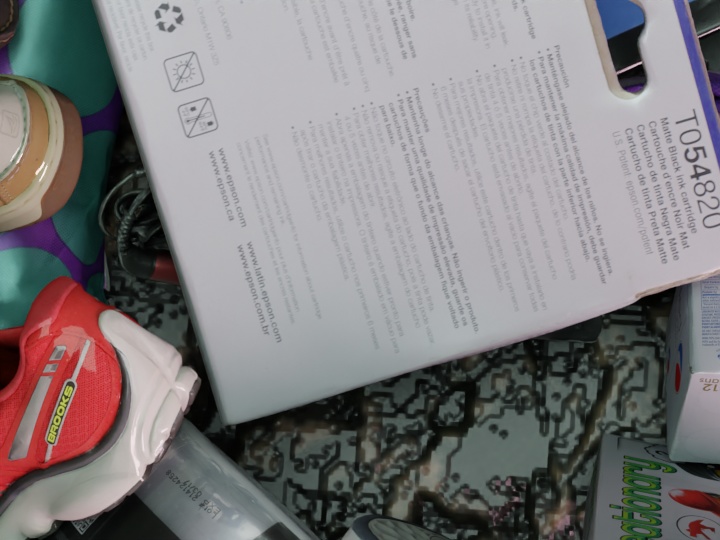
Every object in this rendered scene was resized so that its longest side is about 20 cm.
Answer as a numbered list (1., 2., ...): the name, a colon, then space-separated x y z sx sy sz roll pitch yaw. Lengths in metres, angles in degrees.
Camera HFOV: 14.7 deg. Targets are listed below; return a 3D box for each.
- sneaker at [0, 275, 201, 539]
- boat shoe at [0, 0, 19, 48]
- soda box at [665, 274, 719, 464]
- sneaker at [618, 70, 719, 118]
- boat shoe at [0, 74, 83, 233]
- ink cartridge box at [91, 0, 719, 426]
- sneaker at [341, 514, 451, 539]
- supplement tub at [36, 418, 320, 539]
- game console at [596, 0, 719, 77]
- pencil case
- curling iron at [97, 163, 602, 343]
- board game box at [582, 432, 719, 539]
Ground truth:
1. sneaker: -0.138 0.054 0.999 0.085 0.200 0.077 45 44 -14
2. boat shoe: -0.168 -0.167 0.969 0.073 0.074 0.200 -19 99 44
3. soda box: 0.215 0.034 1.024 0.199 0.068 0.064 4 57 0
4. sneaker: 0.155 -0.042 1.038 0.200 0.088 0.081 -4 82 1
5. boat shoe: -0.197 -0.038 0.991 0.200 0.076 0.072 -16 70 31
6. ink cartridge box: 0.018 -0.067 0.980 0.200 0.041 0.200 -16 100 -1
7. sneaker: 0.030 0.179 0.977 0.146 0.202 0.077 -53 42 0
8. supplement tub: -0.093 0.161 1.005 0.123 0.123 0.200 43 87 6
9. game console: 0.031 -0.152 1.001 0.200 0.173 0.119 -24 46 -3
10. pencil case: -0.122 -0.066 1.052 0.092 0.085 0.201 14 81 -33
11. curling iron: 0.000 0.000 1.038 0.200 0.026 0.050 16 108 -17
12. board game box: 0.139 0.109 0.964 0.126 0.200 0.035 12 102 3
